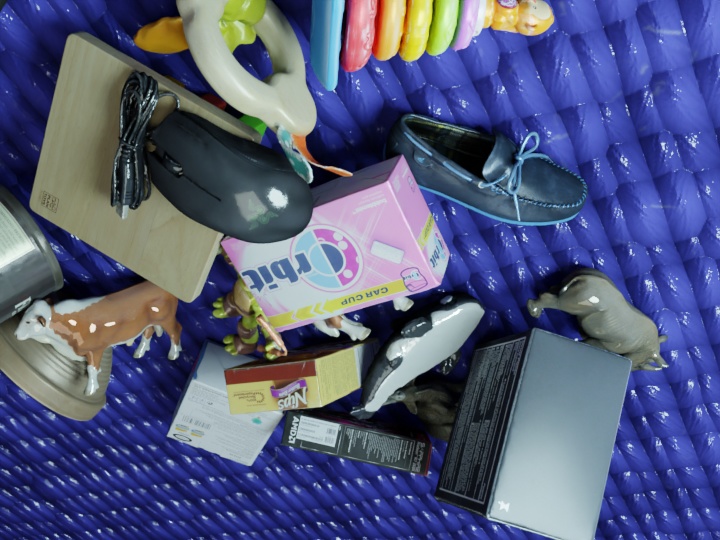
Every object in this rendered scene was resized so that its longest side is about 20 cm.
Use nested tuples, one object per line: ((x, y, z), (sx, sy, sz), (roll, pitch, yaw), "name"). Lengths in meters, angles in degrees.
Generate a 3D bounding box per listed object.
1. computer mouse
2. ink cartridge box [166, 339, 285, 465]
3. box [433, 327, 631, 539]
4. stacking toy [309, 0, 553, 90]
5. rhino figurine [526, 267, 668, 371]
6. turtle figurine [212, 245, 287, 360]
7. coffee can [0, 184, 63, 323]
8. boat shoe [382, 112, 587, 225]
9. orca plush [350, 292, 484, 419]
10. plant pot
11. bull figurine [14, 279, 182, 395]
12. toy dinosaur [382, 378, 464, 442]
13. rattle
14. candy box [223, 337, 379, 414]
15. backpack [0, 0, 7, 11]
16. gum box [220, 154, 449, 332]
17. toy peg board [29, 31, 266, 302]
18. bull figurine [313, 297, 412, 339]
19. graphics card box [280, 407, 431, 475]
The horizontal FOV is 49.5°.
((-0.140, -0.078, 0.694), (0.200, 0.053, 0.139), (23, 119, 8), "computer mouse")
((-0.193, 0.201, 1.121), (0.136, 0.076, 0.200), (23, 134, -9), "ink cartridge box")
((0.186, 0.184, 0.872), (0.123, 0.200, 0.198), (18, 168, -5), "box")
((0.061, -0.213, 0.633), (0.200, 0.116, 0.110), (2, 139, -5), "stacking toy")
((0.283, 0.066, 0.881), (0.200, 0.060, 0.087), (37, 134, -25), "rhino figurine")
((-0.137, 0.026, 0.916), (0.200, 0.064, 0.161), (57, 152, 13), "turtle figurine")
((-0.461, 0.011, 0.869), (0.146, 0.200, 0.146), (34, 144, 29), "coffee can")
((0.120, -0.094, 0.737), (0.200, 0.084, 0.069), (11, 148, -1), "boat shoe")
((0.059, 0.092, 0.940), (0.105, 0.071, 0.200), (20, 113, -35), "orca plush")
((-0.391, 0.092, 1.015), (0.093, 0.201, 0.201), (-45, 120, -3), "plant pot")
((-0.307, 0.072, 0.944), (0.065, 0.200, 0.122), (25, 125, 46), "bull figurine")
((0.112, 0.190, 1.054), (0.102, 0.077, 0.200), (-6, 139, 35), "toy dinosaur")
((-0.111, -0.145, 0.687), (0.143, 0.130, 0.200), (-24, 104, 18), "rattle")
((-0.061, 0.123, 0.936), (0.117, 0.200, 0.057), (-9, 88, 21), "candy box")
((-0.372, -0.282, 0.619), (0.200, 0.147, 0.183), (34, 134, -26), "backpack")
((-0.029, -0.021, 0.766), (0.200, 0.066, 0.114), (-17, 113, 26), "gum box")
((-0.203, -0.109, 0.788), (0.199, 0.098, 0.200), (30, 120, 4), "toy peg board")
((0.000, 0.000, 0.860), (0.121, 0.065, 0.200), (47, 127, -11), "bull figurine")
((-0.004, 0.231, 1.080), (0.200, 0.051, 0.125), (11, 177, 2), "graphics card box")
